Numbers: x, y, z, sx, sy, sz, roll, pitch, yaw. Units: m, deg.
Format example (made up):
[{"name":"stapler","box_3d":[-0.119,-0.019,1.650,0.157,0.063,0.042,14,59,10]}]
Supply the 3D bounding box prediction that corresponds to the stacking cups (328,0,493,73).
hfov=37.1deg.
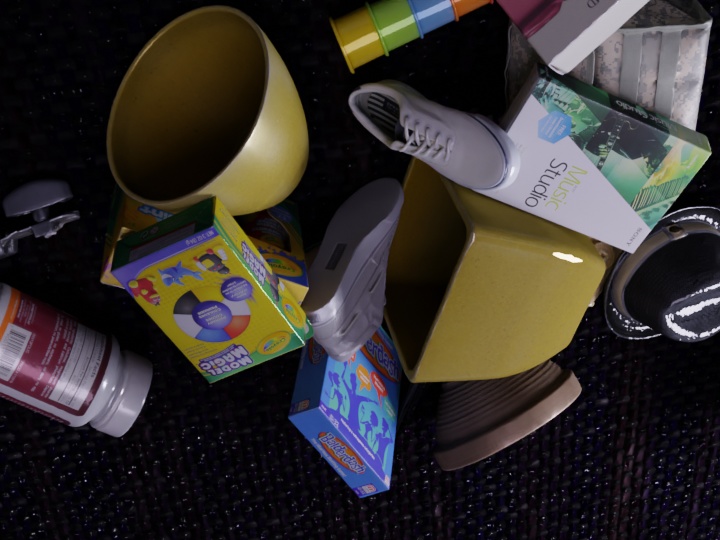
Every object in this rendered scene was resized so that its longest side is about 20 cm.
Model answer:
[{"name":"stacking cups","box_3d":[0.067,-0.266,1.061,0.197,0.061,0.061,-25,124,6]}]

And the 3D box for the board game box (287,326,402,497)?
[{"name":"board game box","box_3d":[-0.011,0.130,1.227,0.044,0.202,0.153,-20,127,25]}]

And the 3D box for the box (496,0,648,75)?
[{"name":"box","box_3d":[0.163,-0.297,0.964,0.127,0.109,0.201,-40,82,18]}]

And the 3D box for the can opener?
[{"name":"can opener","box_3d":[-0.397,-0.045,1.153,0.196,0.053,0.068,-17,93,3]}]

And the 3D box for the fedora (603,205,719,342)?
[{"name":"fedora","box_3d":[0.385,0.024,1.255,0.197,0.092,0.204,-14,127,-19]}]

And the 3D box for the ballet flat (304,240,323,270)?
[{"name":"ballet flat","box_3d":[-0.105,0.035,1.224,0.198,0.064,0.069,-29,155,11]}]

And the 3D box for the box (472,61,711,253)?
[{"name":"box","box_3d":[0.228,-0.108,1.075,0.197,0.037,0.145,19,130,-14]}]

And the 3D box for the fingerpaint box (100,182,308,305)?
[{"name":"fingerpaint box","box_3d":[-0.160,-0.033,1.116,0.197,0.168,0.074,19,120,-19]}]

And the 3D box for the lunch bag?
[{"name":"lunch bag","box_3d":[0.242,-0.200,1.099,0.196,0.119,0.166,-2,129,3]}]

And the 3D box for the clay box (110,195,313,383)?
[{"name":"clay box","box_3d":[-0.134,0.032,1.027,0.113,0.048,0.201,-22,129,16]}]

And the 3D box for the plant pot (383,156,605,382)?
[{"name":"plant pot","box_3d":[0.148,-0.005,1.176,0.196,0.196,0.198,7,123,-20]}]

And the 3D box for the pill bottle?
[{"name":"pill bottle","box_3d":[-0.343,0.106,1.214,0.198,0.115,0.115,29,116,-25]}]

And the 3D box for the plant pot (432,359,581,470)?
[{"name":"plant pot","box_3d":[0.162,0.152,1.308,0.199,0.201,0.094,-31,87,13]}]

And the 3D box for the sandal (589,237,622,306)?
[{"name":"sandal","box_3d":[0.256,0.029,1.280,0.077,0.070,0.212,30,115,-26]}]

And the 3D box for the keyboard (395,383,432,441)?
[{"name":"keyboard","box_3d":[0.080,0.136,1.291,0.039,0.105,0.202,24,132,5]}]

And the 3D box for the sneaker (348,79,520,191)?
[{"name":"sneaker","box_3d":[0.067,-0.131,1.067,0.070,0.199,0.074,-16,127,-45]}]

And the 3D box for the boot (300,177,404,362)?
[{"name":"boot","box_3d":[0.000,0.000,1.173,0.073,0.202,0.096,12,147,37]}]

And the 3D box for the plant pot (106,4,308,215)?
[{"name":"plant pot","box_3d":[-0.130,-0.135,1.058,0.199,0.202,0.141,-36,146,16]}]
